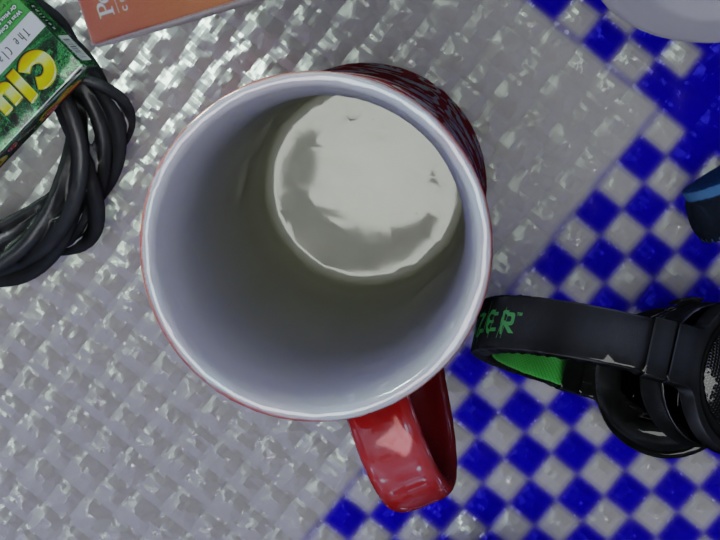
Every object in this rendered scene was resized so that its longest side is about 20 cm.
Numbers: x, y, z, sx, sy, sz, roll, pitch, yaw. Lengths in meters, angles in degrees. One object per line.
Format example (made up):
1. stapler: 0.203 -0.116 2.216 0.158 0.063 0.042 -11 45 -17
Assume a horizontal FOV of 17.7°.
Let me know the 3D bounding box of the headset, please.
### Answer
1. headset: 0.149 0.034 1.009 0.200 0.124 0.094 16 82 -11

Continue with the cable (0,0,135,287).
1. cable: -0.200 -0.068 1.061 0.200 0.051 0.163 -10 93 10

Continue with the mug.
1. mug: -0.011 -0.004 0.969 0.133 0.200 0.178 10 101 4

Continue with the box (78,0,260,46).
1. box: -0.029 -0.194 0.951 0.200 0.106 0.152 -14 99 32

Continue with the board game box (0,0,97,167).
1. board game box: -0.221 -0.057 1.028 0.200 0.023 0.105 -44 85 11

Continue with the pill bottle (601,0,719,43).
1. pill bottle: 0.139 -0.201 0.925 0.111 0.111 0.200 -5 59 7

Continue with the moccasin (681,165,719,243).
1. moccasin: 0.242 -0.036 0.998 0.200 0.080 0.068 -15 102 9
